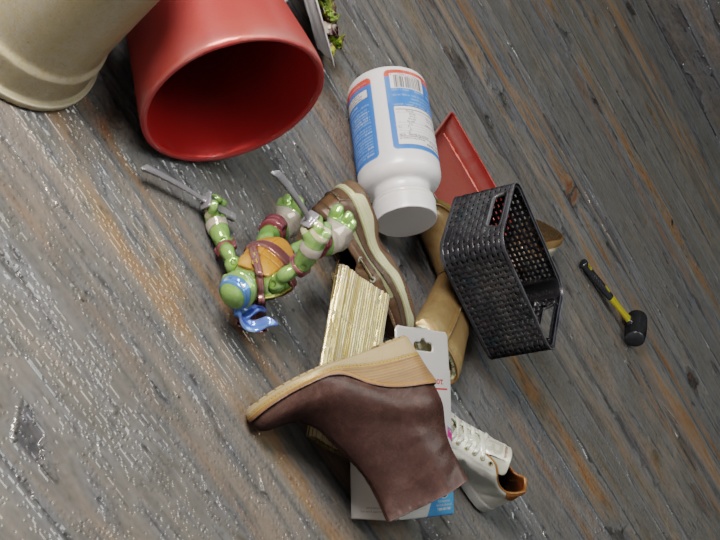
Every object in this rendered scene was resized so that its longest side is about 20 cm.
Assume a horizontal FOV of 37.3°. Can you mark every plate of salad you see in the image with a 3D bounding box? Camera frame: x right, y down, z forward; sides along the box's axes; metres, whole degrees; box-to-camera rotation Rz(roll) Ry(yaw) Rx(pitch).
[{"bbox_3d":[-0.054,-0.361,1.363,0.200,0.047,0.204,-18,91,-90],"label":"plate of salad"}]

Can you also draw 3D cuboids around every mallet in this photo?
[{"bbox_3d":[0.460,0.061,1.948,0.200,0.041,0.067,42,41,-27],"label":"mallet"}]

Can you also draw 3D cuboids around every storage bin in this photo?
[{"bbox_3d":[0.190,0.003,1.418,0.202,0.092,0.136,60,33,-30],"label":"storage bin"}]

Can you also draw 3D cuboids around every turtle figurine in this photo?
[{"bbox_3d":[-0.087,-0.054,1.097,0.203,0.142,0.194,67,28,-6],"label":"turtle figurine"}]

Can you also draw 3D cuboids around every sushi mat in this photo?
[{"bbox_3d":[-0.010,0.103,1.186,0.095,0.012,0.204,32,59,-44],"label":"sushi mat"}]

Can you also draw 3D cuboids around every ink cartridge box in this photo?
[{"bbox_3d":[0.045,0.168,1.178,0.114,0.067,0.205,12,74,-53],"label":"ink cartridge box"}]

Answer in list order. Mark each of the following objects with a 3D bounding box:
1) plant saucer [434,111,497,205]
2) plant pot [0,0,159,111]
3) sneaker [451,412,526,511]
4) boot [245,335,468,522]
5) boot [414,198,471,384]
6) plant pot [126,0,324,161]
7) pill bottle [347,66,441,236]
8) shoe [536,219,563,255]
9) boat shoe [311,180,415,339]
[{"bbox_3d":[0.146,-0.111,1.582,0.201,0.036,0.201,57,32,-15],"label":"plant saucer"},{"bbox_3d":[-0.256,-0.275,0.947,0.200,0.182,0.204,35,43,-40],"label":"plant pot"},{"bbox_3d":[0.136,0.212,1.313,0.200,0.084,0.073,48,38,-25],"label":"sneaker"},{"bbox_3d":[-0.001,0.172,1.067,0.197,0.072,0.169,-19,83,-17],"label":"boot"},{"bbox_3d":[0.106,0.022,1.410,0.176,0.065,0.201,55,35,-17],"label":"boot"},{"bbox_3d":[-0.154,-0.242,1.090,0.199,0.199,0.180,9,53,-53],"label":"plant pot"},{"bbox_3d":[0.045,-0.152,1.388,0.111,0.111,0.204,23,52,-47],"label":"pill bottle"},{"bbox_3d":[0.275,-0.039,1.725,0.069,0.054,0.199,36,24,13],"label":"shoe"},{"bbox_3d":[-0.003,0.000,1.274,0.074,0.074,0.205,-30,104,-24],"label":"boat shoe"}]
